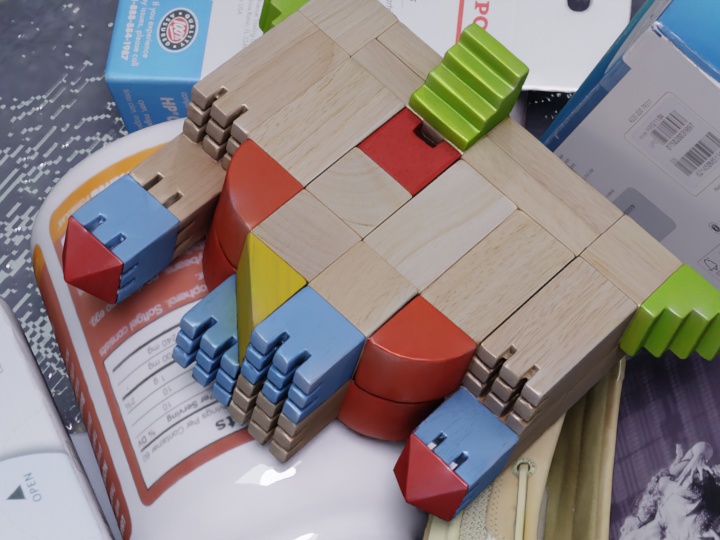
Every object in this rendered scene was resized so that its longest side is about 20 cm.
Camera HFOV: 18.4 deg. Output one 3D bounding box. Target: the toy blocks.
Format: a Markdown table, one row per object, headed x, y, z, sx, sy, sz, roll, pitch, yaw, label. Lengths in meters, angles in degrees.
| x | y | z | sx | sy | sz | roll | pitch | yaw | label |
| --- | --- | --- | --- | --- | --- | --- | --- | --- | --- |
| 0.000 | 0.000 | 0.711 | 0.200 | 0.100 | 0.137 | 41 | 58 | 14 | toy blocks |

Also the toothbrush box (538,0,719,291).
| x | y | z | sx | sy | sz | roll | pitch | yaw | label |
| --- | --- | --- | --- | --- | --- | --- | --- | --- | --- |
| 0.155 | -0.096 | 0.766 | 0.085 | 0.146 | 0.200 | 40 | 67 | 0 | toothbrush box |

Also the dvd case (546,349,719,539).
| x | y | z | sx | sy | sz | roll | pitch | yaw | label |
| --- | --- | --- | --- | --- | --- | --- | --- | --- | --- |
| 0.142 | 0.068 | 0.732 | 0.200 | 0.016 | 0.149 | -33 | 45 | 24 | dvd case |

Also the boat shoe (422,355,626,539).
| x | y | z | sx | sy | sz | roll | pitch | yaw | label |
| --- | --- | --- | --- | --- | --- | --- | --- | --- | --- |
| 0.062 | 0.092 | 0.731 | 0.063 | 0.073 | 0.201 | -18 | 41 | 19 | boat shoe |

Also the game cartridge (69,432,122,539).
| x | y | z | sx | sy | sz | roll | pitch | yaw | label |
| --- | --- | --- | --- | --- | --- | --- | --- | --- | --- |
| -0.166 | 0.141 | 0.793 | 0.199 | 0.041 | 0.134 | -23 | 64 | -5 | game cartridge |

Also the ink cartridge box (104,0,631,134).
| x | y | z | sx | sy | sz | roll | pitch | yaw | label |
| --- | --- | --- | --- | --- | --- | --- | --- | --- | --- |
| 0.009 | -0.104 | 0.885 | 0.199 | 0.068 | 0.116 | 3 | 63 | 10 | ink cartridge box |

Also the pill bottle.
| x | y | z | sx | sy | sz | roll | pitch | yaw | label |
| --- | --- | --- | --- | --- | --- | --- | --- | --- | --- |
| -0.038 | 0.054 | 0.780 | 0.112 | 0.112 | 0.201 | -20 | 61 | -4 | pill bottle |

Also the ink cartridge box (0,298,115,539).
| x | y | z | sx | sy | sz | roll | pitch | yaw | label |
| --- | --- | --- | --- | --- | --- | --- | --- | --- | --- |
| -0.182 | 0.118 | 0.761 | 0.199 | 0.047 | 0.160 | -24 | 61 | -8 | ink cartridge box |
